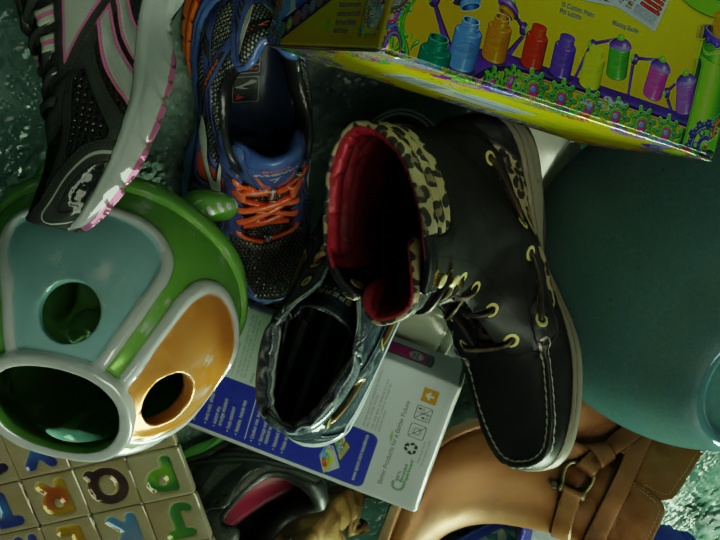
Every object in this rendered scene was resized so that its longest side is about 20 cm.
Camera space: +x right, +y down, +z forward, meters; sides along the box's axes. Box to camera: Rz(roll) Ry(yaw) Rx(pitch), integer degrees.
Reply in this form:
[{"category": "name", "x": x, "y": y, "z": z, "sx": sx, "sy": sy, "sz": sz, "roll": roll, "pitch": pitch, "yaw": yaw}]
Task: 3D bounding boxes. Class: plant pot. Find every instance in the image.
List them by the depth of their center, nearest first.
[{"category": "plant pot", "x": 0.201, "y": 0.024, "z": 0.794, "sx": 0.197, "sy": 0.135, "sz": 0.202, "roll": -8, "pitch": 124, "yaw": -12}]

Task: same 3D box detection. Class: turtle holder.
[{"category": "turtle holder", "x": -0.153, "y": 0.018, "z": 0.720, "sx": 0.184, "sy": 0.132, "sz": 0.141, "roll": 30, "pitch": 129, "yaw": -12}]

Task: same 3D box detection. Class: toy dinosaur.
[{"category": "toy dinosaur", "x": -0.034, "y": 0.175, "z": 0.908, "sx": 0.060, "sy": 0.200, "sz": 0.106, "roll": 44, "pitch": 126, "yaw": 3}]

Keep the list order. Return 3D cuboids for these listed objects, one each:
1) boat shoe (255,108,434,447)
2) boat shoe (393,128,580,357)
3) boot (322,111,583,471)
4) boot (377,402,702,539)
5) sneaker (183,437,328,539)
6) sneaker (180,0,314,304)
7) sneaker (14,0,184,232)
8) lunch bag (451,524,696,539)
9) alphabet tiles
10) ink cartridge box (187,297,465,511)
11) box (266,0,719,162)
[{"category": "boat shoe", "x": 0.000, "y": 0.000, "z": 0.766, "sx": 0.070, "sy": 0.091, "sz": 0.203, "roll": 18, "pitch": 84, "yaw": 7}, {"category": "boat shoe", "x": 0.062, "y": -0.016, "z": 0.852, "sx": 0.072, "sy": 0.060, "sz": 0.203, "roll": 33, "pitch": 107, "yaw": -4}, {"category": "boot", "x": 0.050, "y": 0.013, "z": 0.727, "sx": 0.150, "sy": 0.072, "sz": 0.203, "roll": -4, "pitch": 88, "yaw": -57}, {"category": "boot", "x": 0.112, "y": 0.149, "z": 0.905, "sx": 0.201, "sy": 0.155, "sz": 0.077, "roll": -52, "pitch": 169, "yaw": -13}, {"category": "sneaker", "x": -0.109, "y": 0.160, "z": 0.880, "sx": 0.198, "sy": 0.084, "sz": 0.077, "roll": -30, "pitch": 128, "yaw": -2}, {"category": "sneaker", "x": -0.059, "y": -0.062, "z": 0.756, "sx": 0.074, "sy": 0.079, "sz": 0.202, "roll": -15, "pitch": 126, "yaw": -13}, {"category": "sneaker", "x": -0.132, "y": -0.115, "z": 0.664, "sx": 0.085, "sy": 0.080, "sz": 0.203, "roll": 19, "pitch": 72, "yaw": -19}, {"category": "lunch bag", "x": 0.132, "y": 0.252, "z": 1.020, "sx": 0.168, "sy": 0.128, "sz": 0.201, "roll": 13, "pitch": 126, "yaw": -29}, {"category": "alphabet tiles", "x": -0.188, "y": 0.167, "z": 0.846, "sx": 0.197, "sy": 0.008, "sz": 0.169, "roll": -13, "pitch": 114, "yaw": 8}, {"category": "ink cartridge box", "x": -0.043, "y": 0.068, "z": 0.845, "sx": 0.198, "sy": 0.037, "sz": 0.096, "roll": 19, "pitch": 117, "yaw": 2}, {"category": "box", "x": 0.086, "y": -0.174, "z": 0.676, "sx": 0.198, "sy": 0.122, "sz": 0.195, "roll": 13, "pitch": 93, "yaw": -30}]
